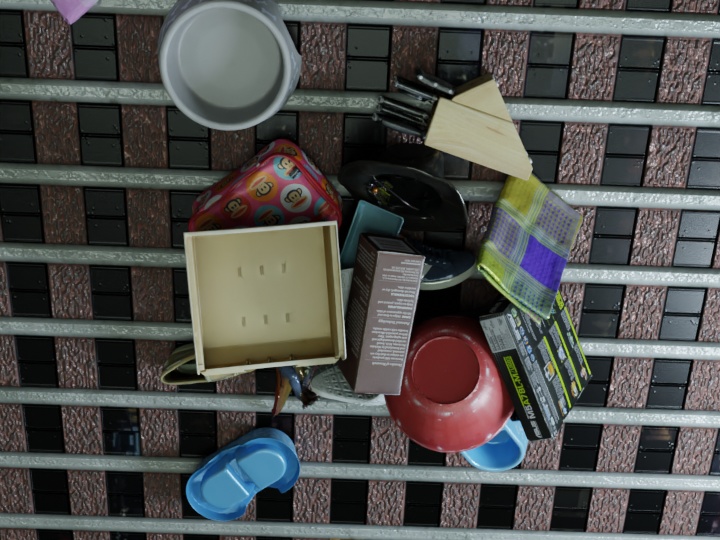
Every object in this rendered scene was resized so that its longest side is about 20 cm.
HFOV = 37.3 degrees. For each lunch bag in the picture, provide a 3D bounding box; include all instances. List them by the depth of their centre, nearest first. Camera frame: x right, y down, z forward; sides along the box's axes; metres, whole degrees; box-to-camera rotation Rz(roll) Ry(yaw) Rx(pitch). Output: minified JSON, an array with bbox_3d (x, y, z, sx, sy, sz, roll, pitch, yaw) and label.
[{"bbox_3d":[-0.127,-0.071,1.527,0.200,0.082,0.176,-35,115,17],"label":"lunch bag"}]

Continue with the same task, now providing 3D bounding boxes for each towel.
[{"bbox_3d":[0.238,-0.041,1.492,0.144,0.200,0.023,40,145,-18],"label":"towel"}]

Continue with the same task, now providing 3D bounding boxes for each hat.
[{"bbox_3d":[0.072,-0.127,1.476,0.200,0.201,0.081,30,69,-13],"label":"hat"}]

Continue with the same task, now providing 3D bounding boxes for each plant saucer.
[{"bbox_3d":[0.000,0.000,1.525,0.070,0.019,0.201,24,112,10],"label":"plant saucer"}]

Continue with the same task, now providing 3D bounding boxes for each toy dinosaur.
[{"bbox_3d":[-0.116,0.121,1.615,0.200,0.105,0.182,-28,94,24],"label":"toy dinosaur"}]

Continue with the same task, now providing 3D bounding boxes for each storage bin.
[{"bbox_3d":[-0.129,0.037,1.438,0.199,0.094,0.199,-5,97,-8],"label":"storage bin"}]

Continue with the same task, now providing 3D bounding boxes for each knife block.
[{"bbox_3d":[0.121,-0.189,1.466,0.175,0.064,0.200,-24,106,10],"label":"knife block"}]

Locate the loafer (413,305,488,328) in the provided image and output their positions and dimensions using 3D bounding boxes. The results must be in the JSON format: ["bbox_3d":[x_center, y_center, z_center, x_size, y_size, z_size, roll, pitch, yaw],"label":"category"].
[{"bbox_3d":[0.125,0.089,1.618,0.199,0.063,0.072,-4,158,4],"label":"loafer"}]

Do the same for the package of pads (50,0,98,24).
[{"bbox_3d":[-0.338,-0.423,1.358,0.200,0.076,0.121,-35,113,15],"label":"package of pads"}]

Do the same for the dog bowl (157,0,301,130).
[{"bbox_3d":[-0.179,-0.281,1.435,0.199,0.059,0.201,0,115,-1],"label":"dog bowl"}]

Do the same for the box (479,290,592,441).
[{"bbox_3d":[0.255,0.111,1.530,0.047,0.193,0.201,-15,105,32],"label":"box"}]

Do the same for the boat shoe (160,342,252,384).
[{"bbox_3d":[-0.213,0.139,1.595,0.199,0.076,0.072,-20,106,28],"label":"boat shoe"}]

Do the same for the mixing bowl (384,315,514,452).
[{"bbox_3d":[0.123,0.150,1.503,0.199,0.108,0.201,-3,74,9],"label":"mixing bowl"}]

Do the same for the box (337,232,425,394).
[{"bbox_3d":[0.027,0.059,1.459,0.075,0.100,0.201,7,105,-17],"label":"box"}]

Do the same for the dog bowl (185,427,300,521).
[{"bbox_3d":[-0.188,0.326,1.730,0.200,0.050,0.112,-31,111,15],"label":"dog bowl"}]

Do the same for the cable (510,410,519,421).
[{"bbox_3d":[0.202,0.167,1.637,0.163,0.051,0.200,6,137,9],"label":"cable"}]

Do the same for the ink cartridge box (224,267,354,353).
[{"bbox_3d":[-0.088,0.057,1.522,0.199,0.050,0.109,-11,99,-8],"label":"ink cartridge box"}]

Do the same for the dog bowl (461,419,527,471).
[{"bbox_3d":[0.182,0.234,1.622,0.111,0.050,0.200,-23,126,24],"label":"dog bowl"}]

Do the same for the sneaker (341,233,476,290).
[{"bbox_3d":[0.069,-0.023,1.547,0.199,0.075,0.085,-4,120,2],"label":"sneaker"}]

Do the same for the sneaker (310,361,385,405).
[{"bbox_3d":[0.009,0.177,1.609,0.199,0.075,0.087,5,147,-32],"label":"sneaker"}]
